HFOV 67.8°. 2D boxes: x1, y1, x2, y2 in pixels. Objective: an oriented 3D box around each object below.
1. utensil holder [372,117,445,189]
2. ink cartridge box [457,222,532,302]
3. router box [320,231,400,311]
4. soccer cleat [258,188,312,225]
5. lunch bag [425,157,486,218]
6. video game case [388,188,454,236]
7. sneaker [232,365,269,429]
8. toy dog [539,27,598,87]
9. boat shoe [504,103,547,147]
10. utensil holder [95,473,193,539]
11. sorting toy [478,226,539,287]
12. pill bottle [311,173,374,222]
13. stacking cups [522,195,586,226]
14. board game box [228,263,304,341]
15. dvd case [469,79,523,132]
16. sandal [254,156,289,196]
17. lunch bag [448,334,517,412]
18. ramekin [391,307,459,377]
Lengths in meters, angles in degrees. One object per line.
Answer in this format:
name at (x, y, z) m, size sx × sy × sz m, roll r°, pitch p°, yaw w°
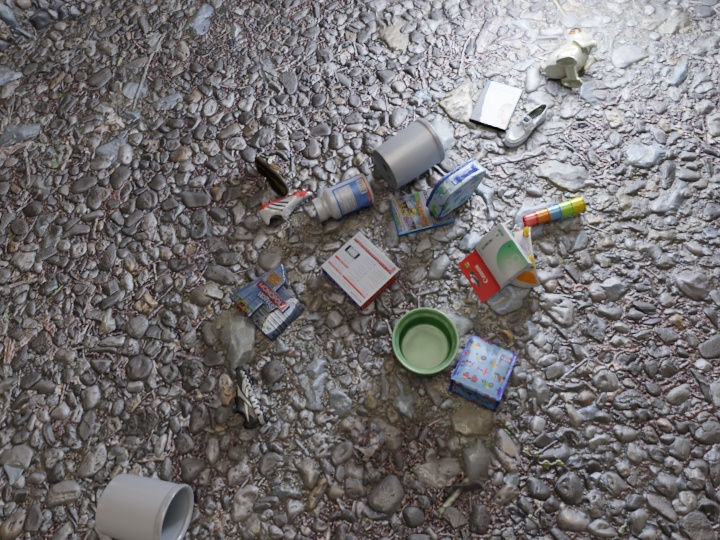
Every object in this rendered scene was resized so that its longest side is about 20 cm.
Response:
utensil holder at (0.163, -0.400, 1.847) m, size 0.199 × 0.170 × 0.171 m, roll -33°, pitch 67°, yaw -7°
ink cartridge box at (0.408, -0.023, 1.665) m, size 0.200 × 0.050 × 0.162 m, roll -40°, pitch 61°, yaw 22°
router box at (0.000, 0.000, 1.756) m, size 0.179 × 0.049 × 0.200 m, roll -41°, pitch 69°, yaw -11°
soccer cleat at (-0.257, -0.222, 1.877) m, size 0.198 × 0.069 × 0.086 m, roll -22°, pitch 90°, yaw -13°
lunch bag at (0.315, -0.274, 1.762) m, size 0.199 × 0.161 × 0.083 m, roll -36°, pitch 75°, yaw -24°
video game case at (0.209, -0.205, 1.838) m, size 0.198 × 0.018 × 0.145 m, roll -14°, pitch 67°, yaw 0°
sneaker at (-0.354, 0.388, 1.620) m, size 0.090 × 0.067 × 0.201 m, roll -25°, pitch 69°, yaw -7°
toy dog at (0.784, -0.793, 1.978) m, size 0.193 × 0.140 × 0.201 m, roll 17°, pitch 66°, yaw 53°
boat shoe at (0.587, -0.524, 1.905) m, size 0.073 × 0.067 × 0.200 m, roll 40°, pitch 76°, yaw 20°
utensil holder at (-0.589, 0.657, 1.469) m, size 0.197 × 0.170 × 0.172 m, roll 8°, pitch 68°, yaw 12°
sorting toy at (0.463, -0.044, 1.712) m, size 0.178 × 0.107 × 0.202 m, roll -11°, pitch 64°, yaw 23°
pill bottle at (-0.062, -0.244, 1.835) m, size 0.198 × 0.112 × 0.113 m, roll -24°, pitch 66°, yaw -4°
stacking cups at (0.633, -0.194, 1.762) m, size 0.198 × 0.061 × 0.061 m, roll -14°, pitch 66°, yaw 1°
board game box at (-0.287, 0.088, 1.745) m, size 0.200 × 0.062 × 0.200 m, roll 40°, pitch 77°, yaw 20°
dvd case at (0.502, -0.611, 1.979) m, size 0.141 × 0.018 × 0.201 m, roll 21°, pitch 70°, yaw 16°
sandal at (-0.314, -0.349, 1.940) m, size 0.054 × 0.082 × 0.200 m, roll -28°, pitch 57°, yaw -30°
lunch bag at (0.367, 0.285, 1.579) m, size 0.149 × 0.094 × 0.201 m, roll 22°, pitch 62°, yaw 18°
ramekin at (0.195, 0.222, 1.611) m, size 0.197 × 0.098 × 0.202 m, roll -2°, pitch 67°, yaw 6°
